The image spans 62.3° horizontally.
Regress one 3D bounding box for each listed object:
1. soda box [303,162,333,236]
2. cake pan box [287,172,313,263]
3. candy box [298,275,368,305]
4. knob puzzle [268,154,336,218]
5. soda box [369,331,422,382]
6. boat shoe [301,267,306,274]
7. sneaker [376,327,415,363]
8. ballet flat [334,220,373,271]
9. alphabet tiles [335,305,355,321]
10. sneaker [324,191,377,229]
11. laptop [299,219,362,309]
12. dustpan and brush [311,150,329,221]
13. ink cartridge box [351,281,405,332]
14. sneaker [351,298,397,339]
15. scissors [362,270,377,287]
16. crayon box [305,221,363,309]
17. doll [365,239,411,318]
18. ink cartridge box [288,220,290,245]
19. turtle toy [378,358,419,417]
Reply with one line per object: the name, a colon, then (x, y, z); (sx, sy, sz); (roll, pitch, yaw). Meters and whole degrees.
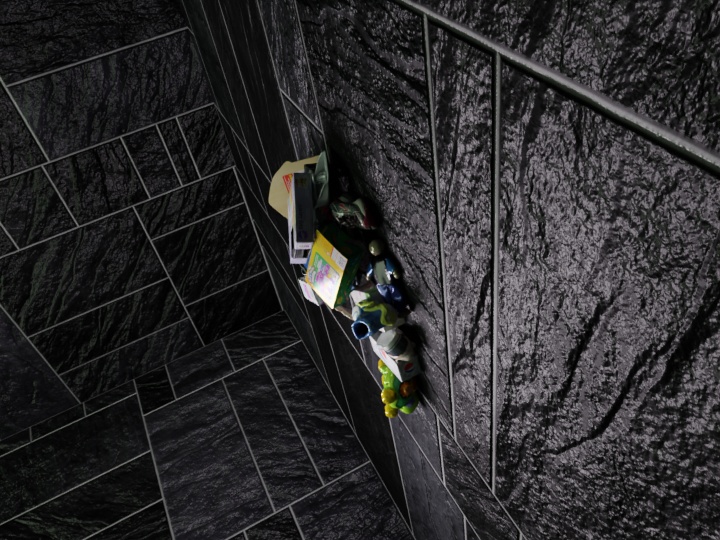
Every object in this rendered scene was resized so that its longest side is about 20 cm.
soda box: (-0.115, -0.195, 1.658); (0.071, 0.063, 0.201); (-136, 41, -56)
cake pan box: (-0.158, -0.130, 1.570); (0.184, 0.052, 0.201); (122, 145, -72)
candy box: (-0.087, 0.032, 1.818); (0.072, 0.167, 0.200); (69, 166, -9)
knob puzzle: (-0.174, -0.226, 1.726); (0.030, 0.219, 0.220); (-62, -44, -62)
soda box: (0.095, 0.231, 1.680); (0.200, 0.068, 0.064); (42, 153, 60)
boat shoe: (-0.108, -0.028, 1.728); (0.084, 0.069, 0.200); (53, 143, 9)
sneaker: (0.095, 0.199, 1.594); (0.079, 0.079, 0.200); (38, -178, -5)
ballet flat: (-0.024, -0.091, 1.578); (0.071, 0.069, 0.201); (65, -178, -80)
alphabet tiles: (-0.020, 0.139, 1.831); (0.195, 0.015, 0.200); (31, 179, 26)
sneaker: (-0.022, -0.133, 1.472); (0.081, 0.075, 0.200); (62, 167, -25)
laptop: (-0.088, -0.012, 1.607); (0.178, 0.103, 0.200); (55, 169, 10)
dustpan and brush: (-0.112, -0.194, 1.558); (0.140, 0.057, 0.200); (-99, 7, -46)
ink cartridge box: (0.043, 0.095, 1.647); (0.117, 0.067, 0.200); (67, 166, -9)
sneaker: (0.005, 0.124, 1.502); (0.200, 0.105, 0.076); (-15, 102, 63)
scissors: (0.000, 0.000, 1.605); (0.014, 0.073, 0.200); (-63, 25, 20)
crayon box: (-0.071, -0.010, 1.527); (0.119, 0.058, 0.200); (44, 142, 23)
doll: (0.060, 0.019, 1.475); (0.136, 0.048, 0.201); (3, 116, 55)
ink cartridge box: (-0.176, -0.175, 1.854); (0.176, 0.083, 0.201); (-171, 79, -75)
turtle toy: (0.115, 0.348, 1.732); (0.200, 0.101, 0.146); (76, -173, -45)
